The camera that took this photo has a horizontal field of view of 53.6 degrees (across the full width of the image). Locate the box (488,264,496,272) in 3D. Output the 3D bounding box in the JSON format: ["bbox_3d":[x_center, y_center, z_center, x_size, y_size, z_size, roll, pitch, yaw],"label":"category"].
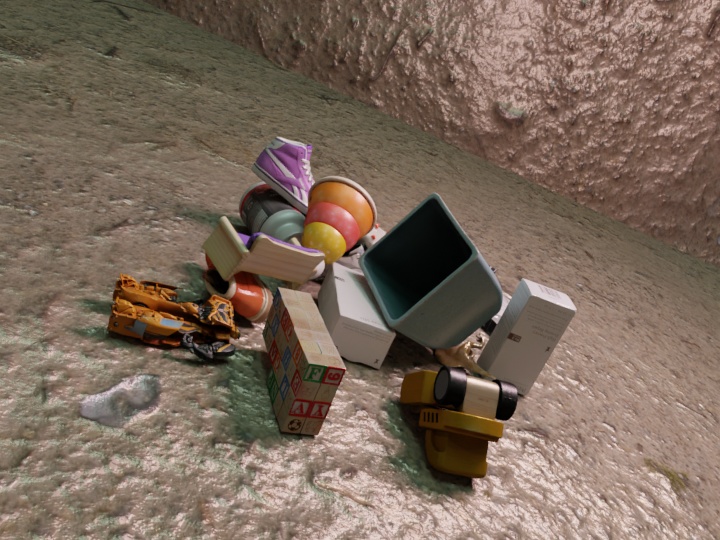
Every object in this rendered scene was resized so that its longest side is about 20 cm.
[{"bbox_3d":[0.174,0.012,1.529,0.198,0.145,0.036,32,23,17],"label":"box"}]

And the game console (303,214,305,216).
[{"bbox_3d":[-0.051,-0.100,1.594,0.114,0.179,0.200,-2,18,14],"label":"game console"}]

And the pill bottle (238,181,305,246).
[{"bbox_3d":[-0.168,-0.090,1.453,0.109,0.112,0.200,7,28,-35],"label":"pill bottle"}]

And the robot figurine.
[{"bbox_3d":[-0.272,0.069,1.070,0.197,0.059,0.146,14,26,-22],"label":"robot figurine"}]

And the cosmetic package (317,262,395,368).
[{"bbox_3d":[-0.012,0.077,1.283,0.111,0.082,0.201,19,22,-18],"label":"cosmetic package"}]

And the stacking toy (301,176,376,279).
[{"bbox_3d":[-0.064,-0.064,1.326,0.144,0.147,0.201,25,49,3],"label":"stacking toy"}]

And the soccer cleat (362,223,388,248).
[{"bbox_3d":[0.058,-0.017,1.485,0.200,0.077,0.070,43,39,-24],"label":"soccer cleat"}]

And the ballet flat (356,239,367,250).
[{"bbox_3d":[-0.016,-0.085,1.490,0.066,0.065,0.200,12,-12,18],"label":"ballet flat"}]

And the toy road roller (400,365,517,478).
[{"bbox_3d":[0.140,0.232,1.089,0.121,0.149,0.200,16,-14,-16],"label":"toy road roller"}]

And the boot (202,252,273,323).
[{"bbox_3d":[-0.230,0.000,1.209,0.107,0.075,0.200,30,12,-47],"label":"boot"}]

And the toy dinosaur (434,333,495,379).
[{"bbox_3d":[0.193,0.161,1.363,0.199,0.059,0.100,31,38,32],"label":"toy dinosaur"}]

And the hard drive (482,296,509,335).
[{"bbox_3d":[0.296,0.084,1.634,0.138,0.038,0.200,6,30,-37],"label":"hard drive"}]

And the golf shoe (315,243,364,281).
[{"bbox_3d":[0.000,0.000,1.445,0.197,0.098,0.079,21,21,-13],"label":"golf shoe"}]

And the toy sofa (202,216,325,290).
[{"bbox_3d":[-0.154,-0.032,1.181,0.083,0.098,0.199,51,19,27],"label":"toy sofa"}]

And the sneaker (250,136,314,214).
[{"bbox_3d":[-0.111,-0.187,1.438,0.199,0.115,0.073,38,8,-17],"label":"sneaker"}]

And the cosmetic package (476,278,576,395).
[{"bbox_3d":[0.308,0.127,1.336,0.100,0.203,0.074,18,23,-10],"label":"cosmetic package"}]

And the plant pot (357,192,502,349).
[{"bbox_3d":[0.148,0.025,1.304,0.200,0.196,0.197,41,15,-41],"label":"plant pot"}]

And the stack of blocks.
[{"bbox_3d":[-0.093,0.128,1.047,0.058,0.117,0.201,12,25,-25],"label":"stack of blocks"}]

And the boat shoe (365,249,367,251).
[{"bbox_3d":[0.057,-0.028,1.618,0.071,0.072,0.200,50,31,3],"label":"boat shoe"}]
